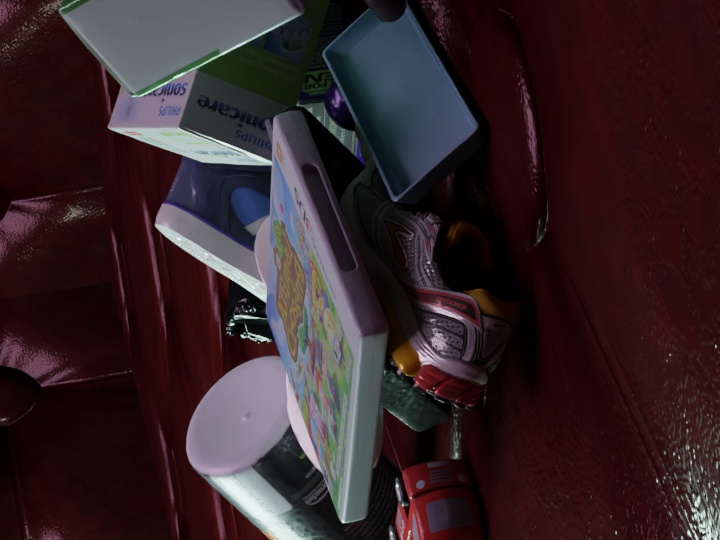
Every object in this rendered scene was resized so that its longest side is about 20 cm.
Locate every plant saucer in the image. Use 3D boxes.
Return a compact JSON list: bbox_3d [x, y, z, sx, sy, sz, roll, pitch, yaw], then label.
[{"bbox_3d":[0.027,-0.111,1.438,0.019,0.070,0.200,41,-166,-34],"label":"plant saucer"}]

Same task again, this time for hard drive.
[{"bbox_3d":[0.000,0.000,1.555,0.140,0.033,0.201,41,-153,-60],"label":"hard drive"}]

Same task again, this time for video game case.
[{"bbox_3d":[-0.025,0.031,1.439,0.200,0.022,0.182,95,159,-50],"label":"video game case"}]

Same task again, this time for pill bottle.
[{"bbox_3d":[-0.031,0.160,1.674,0.200,0.106,0.106,47,-169,-35],"label":"pill bottle"}]

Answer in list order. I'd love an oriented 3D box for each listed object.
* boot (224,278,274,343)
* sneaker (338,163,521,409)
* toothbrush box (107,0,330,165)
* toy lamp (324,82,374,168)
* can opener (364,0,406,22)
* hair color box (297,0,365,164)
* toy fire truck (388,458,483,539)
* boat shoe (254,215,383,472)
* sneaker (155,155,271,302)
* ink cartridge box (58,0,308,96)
[{"bbox_3d":[-0.079,-0.036,1.902,0.198,0.073,0.163,92,-174,-71],"label":"boot"},{"bbox_3d":[0.048,-0.005,1.388,0.082,0.078,0.200,-54,38,22],"label":"sneaker"},{"bbox_3d":[-0.092,-0.183,1.632,0.146,0.086,0.201,9,81,64],"label":"toothbrush box"},{"bbox_3d":[0.021,-0.045,1.524,0.058,0.058,0.201,96,163,-54],"label":"toy lamp"},{"bbox_3d":[0.011,-0.219,1.482,0.066,0.053,0.200,47,-169,-32],"label":"can opener"},{"bbox_3d":[-0.042,-0.161,1.738,0.110,0.065,0.200,95,165,-49],"label":"hair color box"},{"bbox_3d":[0.058,0.238,1.582,0.200,0.049,0.141,97,161,-53],"label":"toy fire truck"},{"bbox_3d":[-0.021,0.054,1.593,0.068,0.072,0.201,15,-132,-58],"label":"boat shoe"},{"bbox_3d":[-0.048,-0.050,1.791,0.147,0.200,0.081,-60,7,-12],"label":"sneaker"},{"bbox_3d":[-0.090,-0.223,1.446,0.083,0.146,0.200,48,-144,-26],"label":"ink cartridge box"}]
